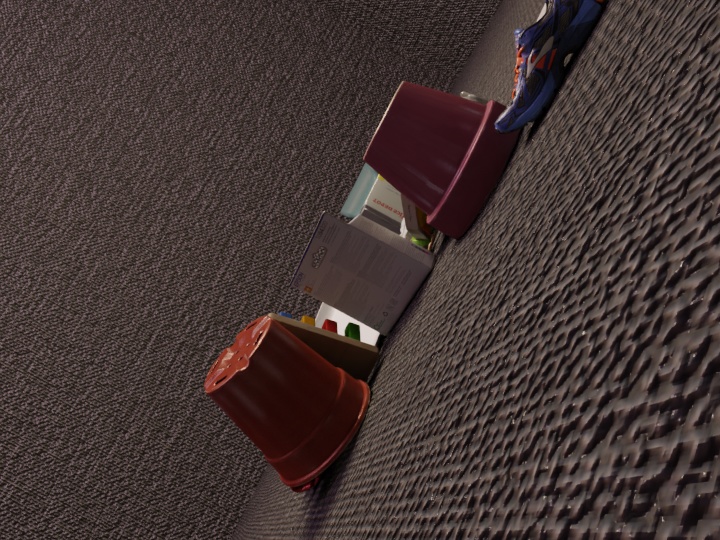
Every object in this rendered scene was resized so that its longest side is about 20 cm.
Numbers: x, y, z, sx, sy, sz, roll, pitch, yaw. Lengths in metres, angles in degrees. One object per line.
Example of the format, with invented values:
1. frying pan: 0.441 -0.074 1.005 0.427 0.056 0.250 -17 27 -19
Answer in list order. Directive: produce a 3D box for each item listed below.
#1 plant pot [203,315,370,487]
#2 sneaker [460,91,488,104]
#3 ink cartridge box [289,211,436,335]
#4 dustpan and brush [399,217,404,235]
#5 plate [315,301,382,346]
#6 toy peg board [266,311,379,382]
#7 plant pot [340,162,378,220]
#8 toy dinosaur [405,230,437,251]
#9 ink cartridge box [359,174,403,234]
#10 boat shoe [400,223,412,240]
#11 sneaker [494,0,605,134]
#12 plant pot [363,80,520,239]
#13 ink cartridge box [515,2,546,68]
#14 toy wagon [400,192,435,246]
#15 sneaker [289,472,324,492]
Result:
1. plant pot: -0.122 0.188 1.164 0.200 0.195 0.201 -41 17 16
2. sneaker: 0.191 -0.252 1.293 0.075 0.086 0.200 -59 5 24
3. ink cartridge box: 0.000 0.000 1.279 0.197 0.198 0.044 -59 3 45
4. dustpan and brush: 0.096 -0.072 1.599 0.200 0.057 0.141 -52 -17 -62
5. plate: -0.018 0.110 1.441 0.199 0.032 0.202 8 69 50
6. toy peg board: -0.097 0.161 1.308 0.098 0.197 0.202 -97 29 -59
7. plant pot: 0.069 -0.211 2.407 0.198 0.194 0.200 -62 10 7
8. toy dinosaur: 0.089 -0.006 1.326 0.201 0.060 0.106 -53 -13 -6
9. ink cartridge box: 0.106 -0.205 1.931 0.202 0.144 0.145 -62 2 -10
10. boat shoe: 0.116 -0.093 1.450 0.070 0.070 0.202 127 164 -59
11. sneaker: 0.217 -0.263 0.937 0.202 0.078 0.075 -62 2 13
12. plant pot: 0.109 -0.175 1.100 0.202 0.177 0.200 -62 1 3
13. ink cartridge box: 0.301 -0.402 1.125 0.119 0.042 0.202 127 168 -77
14. toy wagon: 0.114 -0.142 1.270 0.200 0.039 0.157 -49 -45 -52
15. sneaker: -0.101 0.336 1.289 0.200 0.076 0.086 120 171 -60
